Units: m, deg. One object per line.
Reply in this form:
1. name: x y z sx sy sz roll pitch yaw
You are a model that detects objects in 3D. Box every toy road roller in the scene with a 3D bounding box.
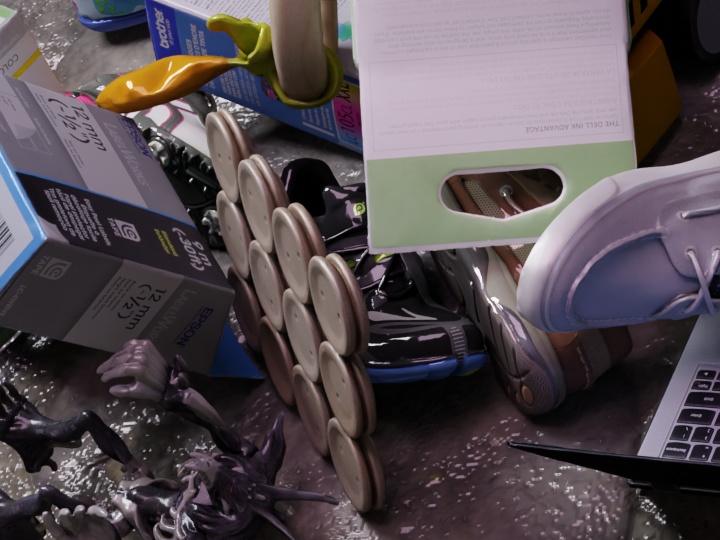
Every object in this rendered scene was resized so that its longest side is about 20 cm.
1. toy road roller: 0.110 -0.146 1.347 0.122 0.147 0.200 12 52 39

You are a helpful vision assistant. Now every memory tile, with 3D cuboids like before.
1. memory tile: -0.033 0.019 1.240 0.017 0.154 0.200 -18 37 -16

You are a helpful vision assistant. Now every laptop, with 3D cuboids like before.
1. laptop: 0.199 0.050 1.097 0.186 0.116 0.201 4 47 32

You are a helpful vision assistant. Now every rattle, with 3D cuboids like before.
1. rattle: -0.072 -0.188 1.309 0.142 0.201 0.130 7 37 19

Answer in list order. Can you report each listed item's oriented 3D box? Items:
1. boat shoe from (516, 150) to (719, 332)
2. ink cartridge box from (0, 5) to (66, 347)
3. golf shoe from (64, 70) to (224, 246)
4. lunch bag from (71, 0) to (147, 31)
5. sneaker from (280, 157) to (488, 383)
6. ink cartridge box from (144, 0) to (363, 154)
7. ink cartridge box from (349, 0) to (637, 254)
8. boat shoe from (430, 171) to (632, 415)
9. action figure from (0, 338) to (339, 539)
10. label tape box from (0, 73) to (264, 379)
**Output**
1. boat shoe: 0.162 -0.007 1.188 0.199 0.073 0.068 -14 34 -42
2. ink cartridge box: -0.201 -0.044 1.367 0.059 0.201 0.104 22 58 42
3. golf shoe: -0.112 -0.081 1.463 0.088 0.078 0.199 -35 39 -25
4. lunch bag: -0.111 -0.245 1.640 0.199 0.083 0.161 -17 38 13
5. sneaker: 0.000 0.000 1.287 0.070 0.083 0.200 -4 28 -29
6. ink cartridge box: -0.037 -0.164 1.464 0.199 0.077 0.137 24 57 21
7. ink cartridge box: 0.069 -0.108 1.257 0.144 0.048 0.202 -4 81 4
8. boat shoe: 0.080 -0.013 1.266 0.071 0.076 0.201 -21 56 -8
9. action figure: -0.115 0.106 1.226 0.199 0.102 0.120 2 61 32
10. label tape box: -0.135 -0.024 1.284 0.066 0.199 0.144 -50 51 22
